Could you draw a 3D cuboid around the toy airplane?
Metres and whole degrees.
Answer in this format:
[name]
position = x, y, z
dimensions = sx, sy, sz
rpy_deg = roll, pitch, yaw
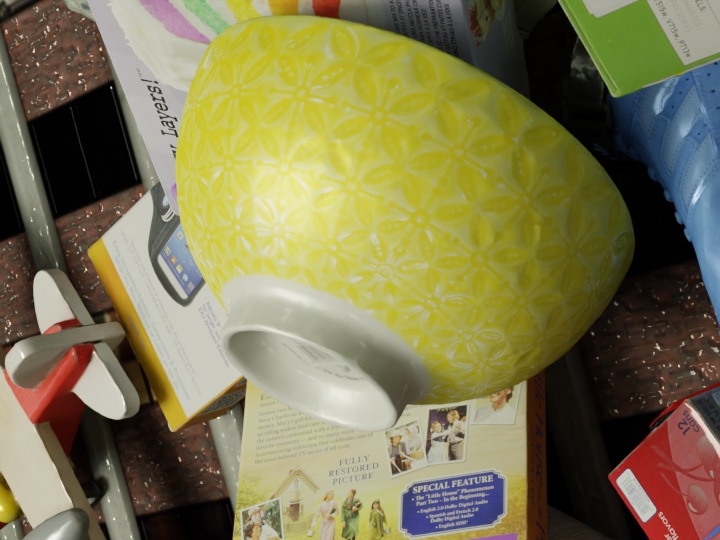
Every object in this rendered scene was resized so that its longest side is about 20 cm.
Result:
[toy airplane]
position = -0.210, 0.093, 1.091
dimensions = 0.200, 0.141, 0.199
rpy_deg = 20, 124, 52

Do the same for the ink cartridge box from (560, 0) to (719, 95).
[ink cartridge box]
position = 0.167, -0.162, 0.669
dimensions = 0.200, 0.148, 0.076
rpy_deg = -19, 125, 26

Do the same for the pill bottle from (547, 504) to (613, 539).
[pill bottle]
position = 0.055, 0.153, 0.891
dimensions = 0.200, 0.109, 0.110
rpy_deg = 25, 117, 38

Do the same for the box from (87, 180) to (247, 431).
[box]
position = -0.062, -0.009, 1.018
dimensions = 0.200, 0.041, 0.119
rpy_deg = -37, 73, 41

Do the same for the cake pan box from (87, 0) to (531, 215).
[cake pan box]
position = -0.019, -0.083, 0.843
dimensions = 0.184, 0.052, 0.200
rpy_deg = 14, 146, 21

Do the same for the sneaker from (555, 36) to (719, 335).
[sneaker]
position = 0.137, -0.043, 0.774
dimensions = 0.111, 0.077, 0.200
rpy_deg = -5, 87, 40

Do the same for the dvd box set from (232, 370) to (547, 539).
[dvd box set]
position = 0.013, 0.093, 0.862
dimensions = 0.146, 0.029, 0.200
rpy_deg = -12, 53, 20

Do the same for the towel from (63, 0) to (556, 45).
[towel]
position = -0.025, -0.130, 0.858
dimensions = 0.200, 0.035, 0.193
rpy_deg = 30, 147, -7

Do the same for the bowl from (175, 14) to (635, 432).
[bowl]
position = 0.000, 0.000, 0.778
dimensions = 0.200, 0.108, 0.200
rpy_deg = 23, 157, 10

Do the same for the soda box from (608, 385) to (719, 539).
[soda box]
position = 0.188, 0.137, 0.745
dimensions = 0.200, 0.070, 0.063
rpy_deg = 58, 137, 20

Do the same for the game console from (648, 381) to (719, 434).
[game console]
position = 0.219, 0.124, 0.783
dimensions = 0.177, 0.031, 0.200
rpy_deg = -33, 76, 49
